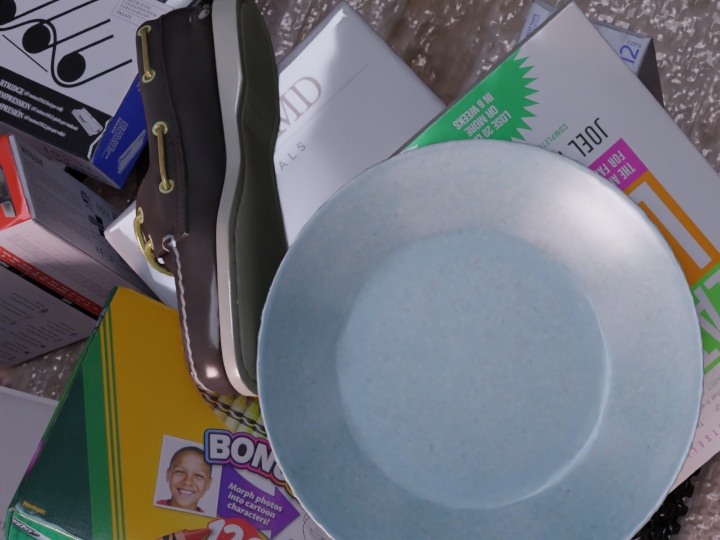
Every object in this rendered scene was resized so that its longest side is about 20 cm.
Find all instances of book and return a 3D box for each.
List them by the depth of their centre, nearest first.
[{"bbox_3d":[0.112,-0.006,1.258,0.133,0.048,0.200,-41,95,8],"label":"book"}]

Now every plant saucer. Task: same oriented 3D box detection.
[{"bbox_3d":[0.052,0.043,1.214,0.200,0.039,0.202,0,86,-5],"label":"plant saucer"}]

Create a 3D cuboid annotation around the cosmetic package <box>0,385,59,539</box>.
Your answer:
[{"bbox_3d":[-0.223,0.164,1.370,0.164,0.164,0.201,-12,67,51],"label":"cosmetic package"}]

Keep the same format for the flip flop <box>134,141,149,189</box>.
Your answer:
[{"bbox_3d":[-0.075,-0.021,1.482,0.081,0.058,0.201,-9,89,1],"label":"flip flop"}]

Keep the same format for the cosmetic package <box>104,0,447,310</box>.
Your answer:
[{"bbox_3d":[0.000,0.000,1.371,0.167,0.166,0.200,-43,90,-1],"label":"cosmetic package"}]

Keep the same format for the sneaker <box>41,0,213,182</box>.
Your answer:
[{"bbox_3d":[-0.130,-0.139,1.499,0.088,0.074,0.200,38,73,16],"label":"sneaker"}]

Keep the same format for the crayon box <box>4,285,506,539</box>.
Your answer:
[{"bbox_3d":[-0.047,0.105,1.240,0.199,0.058,0.119,24,67,-1],"label":"crayon box"}]

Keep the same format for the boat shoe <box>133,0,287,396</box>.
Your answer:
[{"bbox_3d":[-0.071,-0.031,1.241,0.060,0.072,0.202,-11,61,16],"label":"boat shoe"}]

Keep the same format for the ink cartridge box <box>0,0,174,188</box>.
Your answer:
[{"bbox_3d":[-0.191,-0.125,1.454,0.199,0.044,0.094,25,81,25],"label":"ink cartridge box"}]

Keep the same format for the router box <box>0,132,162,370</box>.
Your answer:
[{"bbox_3d":[-0.218,0.007,1.418,0.179,0.200,0.049,-21,73,9],"label":"router box"}]

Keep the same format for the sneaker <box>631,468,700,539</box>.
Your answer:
[{"bbox_3d":[0.129,0.098,1.401,0.085,0.078,0.201,21,71,23],"label":"sneaker"}]

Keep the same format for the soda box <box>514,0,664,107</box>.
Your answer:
[{"bbox_3d":[0.114,-0.065,1.373,0.063,0.200,0.069,19,79,14],"label":"soda box"}]
